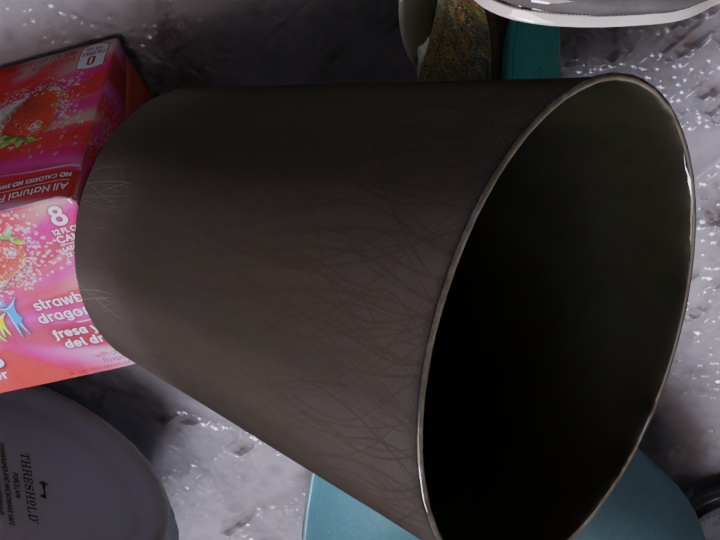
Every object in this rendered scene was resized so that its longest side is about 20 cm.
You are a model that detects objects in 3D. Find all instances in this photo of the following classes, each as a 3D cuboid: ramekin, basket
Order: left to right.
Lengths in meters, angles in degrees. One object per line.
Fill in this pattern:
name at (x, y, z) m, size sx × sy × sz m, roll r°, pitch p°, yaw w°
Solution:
ramekin at (-0.175, 0.129, 1.124) m, size 0.199 × 0.200 × 0.105 m, roll 20°, pitch 116°, yaw -10°
basket at (0.000, 0.000, 0.932) m, size 0.199 × 0.181 × 0.136 m, roll 16°, pitch 172°, yaw 42°

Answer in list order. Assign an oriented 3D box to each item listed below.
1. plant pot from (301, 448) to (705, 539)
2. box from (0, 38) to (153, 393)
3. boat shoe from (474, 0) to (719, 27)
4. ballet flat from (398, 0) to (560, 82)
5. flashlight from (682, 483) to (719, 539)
plant pot at (0.074, 0.138, 1.111) m, size 0.134 × 0.201 × 0.200 m, roll 0°, pitch 140°, yaw -25°
box at (-0.174, -0.011, 1.052) m, size 0.199 × 0.100 × 0.096 m, roll -12°, pitch 131°, yaw 21°
boat shoe at (0.129, -0.126, 0.882) m, size 0.199 × 0.067 × 0.057 m, roll -7°, pitch 121°, yaw -21°
ballet flat at (0.046, -0.122, 0.935) m, size 0.070 × 0.071 × 0.201 m, roll 7°, pitch 134°, yaw 3°
flashlight at (0.203, 0.182, 1.199) m, size 0.068 × 0.068 × 0.200 m, roll -23°, pitch 127°, yaw 12°
